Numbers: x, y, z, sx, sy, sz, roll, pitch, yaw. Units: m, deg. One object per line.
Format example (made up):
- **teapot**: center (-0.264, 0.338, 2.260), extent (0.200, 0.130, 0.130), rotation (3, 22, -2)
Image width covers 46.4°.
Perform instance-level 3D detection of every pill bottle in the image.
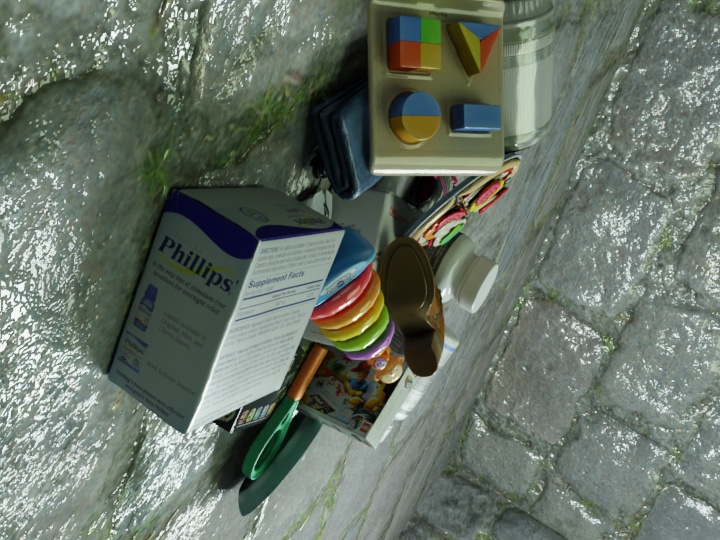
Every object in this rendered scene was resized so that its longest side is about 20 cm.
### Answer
- **pill bottle**: center (0.104, -0.020, 1.267), extent (0.111, 0.197, 0.112), rotation (-50, 159, -28)
- **pill bottle**: center (0.053, 0.155, 1.291), extent (0.202, 0.113, 0.114), rotation (-54, 163, 6)

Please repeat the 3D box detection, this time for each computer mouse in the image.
- **computer mouse**: center (-0.052, -0.059, 1.018), extent (0.109, 0.043, 0.204), rotation (-23, 137, -65)

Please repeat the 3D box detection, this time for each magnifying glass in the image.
- **magnifying glass**: center (-0.101, 0.192, 1.136), extent (0.203, 0.022, 0.080), rotation (-62, 165, 0)

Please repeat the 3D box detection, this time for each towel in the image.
- **towel**: center (0.016, -0.169, 0.987), extent (0.200, 0.048, 0.114), rotation (-45, 129, -49)

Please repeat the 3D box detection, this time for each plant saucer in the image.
- **plant saucer**: center (-0.120, 0.273, 1.244), extent (0.201, 0.027, 0.200), rotation (-50, -176, 4)

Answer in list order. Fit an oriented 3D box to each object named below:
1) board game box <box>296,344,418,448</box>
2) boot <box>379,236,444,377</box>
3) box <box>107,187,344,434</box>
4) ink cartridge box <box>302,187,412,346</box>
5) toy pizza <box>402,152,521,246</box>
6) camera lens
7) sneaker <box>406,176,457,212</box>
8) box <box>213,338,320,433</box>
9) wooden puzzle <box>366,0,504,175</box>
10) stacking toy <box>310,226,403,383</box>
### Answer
- **board game box**: center (-0.022, 0.159, 1.189), extent (0.127, 0.197, 0.035), rotation (-56, 134, -19)
- **boot**: center (0.072, 0.021, 1.124), extent (0.156, 0.072, 0.204), rotation (-74, 158, -61)
- **box**: center (-0.127, 0.029, 0.829), extent (0.203, 0.104, 0.183), rotation (-66, 162, 15)
- **ink cartridge box**: center (0.000, 0.000, 1.113), extent (0.146, 0.081, 0.205), rotation (20, 81, -73)
- **toy pizza**: center (0.139, -0.083, 1.116), extent (0.198, 0.032, 0.200), rotation (-36, 172, -6)
- **camera lens**: center (0.174, -0.266, 1.102), extent (0.160, 0.157, 0.204), rotation (-43, 137, -46)
- **sneaker**: center (0.095, -0.077, 1.374), extent (0.074, 0.079, 0.205), rotation (23, 81, -57)
- **box**: center (-0.114, 0.119, 1.098), extent (0.164, 0.048, 0.200), rotation (-66, 164, 3)
- **wooden puzzle**: center (0.094, -0.209, 0.945), extent (0.181, 0.046, 0.205), rotation (-3, 99, -28)
- **stacking toy**: center (-0.003, 0.062, 0.988), extent (0.115, 0.110, 0.202), rotation (-35, 119, -6)
